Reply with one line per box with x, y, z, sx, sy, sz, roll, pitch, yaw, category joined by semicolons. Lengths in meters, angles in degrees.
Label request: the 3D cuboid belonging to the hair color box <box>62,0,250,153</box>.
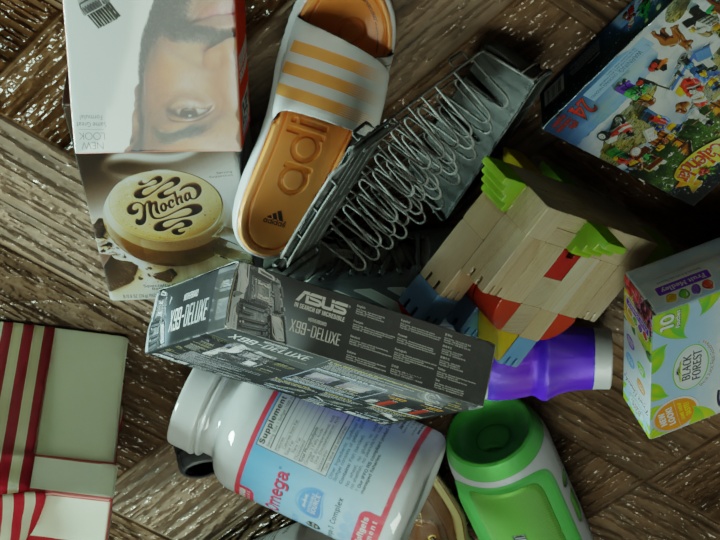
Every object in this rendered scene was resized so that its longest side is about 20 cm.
-0.129;-0.177;1.434;0.111;0.064;0.201;-1;113;3;hair color box

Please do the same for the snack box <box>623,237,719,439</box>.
0.290;0.030;1.665;0.200;0.053;0.142;-19;138;-11;snack box

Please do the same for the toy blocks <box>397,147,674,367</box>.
0.116;0.005;1.618;0.200;0.100;0.137;14;119;-52;toy blocks

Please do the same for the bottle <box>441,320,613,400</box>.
0.091;0.066;1.743;0.199;0.066;0.084;0;172;2;bottle

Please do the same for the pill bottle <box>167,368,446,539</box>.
-0.043;0.137;1.772;0.200;0.109;0.109;24;138;8;pill bottle

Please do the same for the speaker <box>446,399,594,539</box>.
0.132;0.189;1.873;0.088;0.089;0.200;-12;136;14;speaker

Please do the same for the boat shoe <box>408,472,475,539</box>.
0.046;0.205;1.883;0.067;0.072;0.200;-34;131;-8;boat shoe

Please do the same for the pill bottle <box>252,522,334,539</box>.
-0.102;0.297;1.978;0.200;0.114;0.114;-24;132;26;pill bottle

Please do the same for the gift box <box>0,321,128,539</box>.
-0.285;0.164;1.782;0.199;0.187;0.185;3;137;-3;gift box

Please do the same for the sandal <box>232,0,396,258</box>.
-0.023;-0.095;1.524;0.079;0.059;0.207;12;107;-24;sandal

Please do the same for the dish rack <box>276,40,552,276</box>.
0.030;-0.066;1.530;0.055;0.200;0.154;42;136;11;dish rack

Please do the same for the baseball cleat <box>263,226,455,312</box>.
0.000;0.000;1.674;0.200;0.070;0.106;-18;142;20;baseball cleat

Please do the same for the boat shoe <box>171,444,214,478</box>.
-0.066;0.169;1.872;0.200;0.063;0.073;23;131;-24;boat shoe

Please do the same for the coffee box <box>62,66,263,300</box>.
-0.133;-0.074;1.593;0.113;0.080;0.200;-3;138;5;coffee box

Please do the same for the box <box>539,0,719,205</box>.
0.235;-0.138;1.542;0.136;0.038;0.200;25;133;-23;box

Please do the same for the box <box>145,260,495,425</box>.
-0.031;0.054;1.591;0.200;0.050;0.158;18;165;-21;box
